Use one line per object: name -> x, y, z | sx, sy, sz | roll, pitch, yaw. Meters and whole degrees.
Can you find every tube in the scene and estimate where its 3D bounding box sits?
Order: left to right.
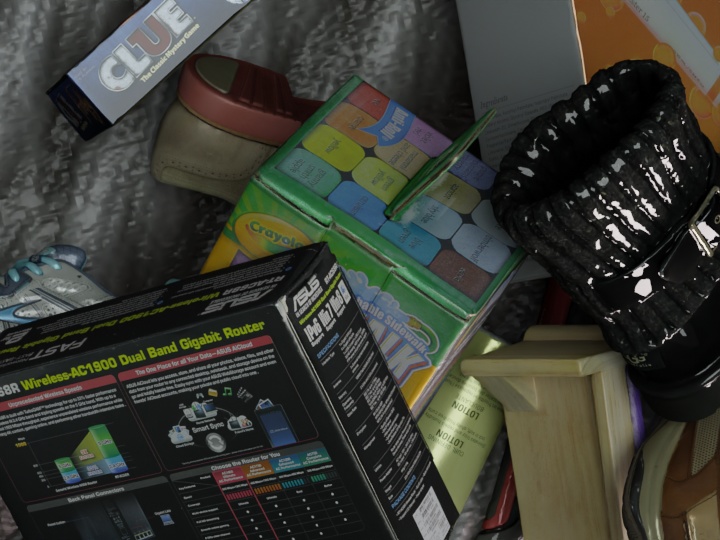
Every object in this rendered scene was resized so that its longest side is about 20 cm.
tube -> 0.026, 0.123, 1.167 | 0.058, 0.052, 0.200 | 29, 89, 34

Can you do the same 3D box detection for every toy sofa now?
toy sofa -> 0.125, 0.127, 1.117 | 0.098, 0.083, 0.200 | -13, 98, -42

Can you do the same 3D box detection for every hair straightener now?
hair straightener -> 0.116, 0.097, 1.186 | 0.077, 0.041, 0.200 | 18, 81, -12

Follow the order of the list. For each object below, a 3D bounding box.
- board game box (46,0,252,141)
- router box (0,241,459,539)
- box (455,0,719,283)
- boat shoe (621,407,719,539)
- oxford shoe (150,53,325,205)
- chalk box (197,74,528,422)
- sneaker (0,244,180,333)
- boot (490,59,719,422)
board game box -> -0.068, -0.146, 1.101 | 0.200, 0.135, 0.035 | -43, 98, -10
router box -> -0.075, 0.084, 1.016 | 0.200, 0.062, 0.150 | -15, 111, 30
box -> 0.132, -0.103, 1.140 | 0.124, 0.097, 0.200 | -8, 88, -33
boat shoe -> 0.191, 0.073, 1.078 | 0.076, 0.074, 0.200 | 58, 40, -34
oxford shoe -> -0.015, -0.046, 1.159 | 0.200, 0.070, 0.075 | 23, 116, -15
chalk box -> 0.000, 0.000, 1.052 | 0.124, 0.124, 0.200 | 34, 124, 6
sneaker -> -0.175, 0.029, 1.118 | 0.200, 0.078, 0.086 | 9, 79, -20
boot -> 0.166, -0.050, 1.034 | 0.211, 0.079, 0.158 | -52, 122, -23
